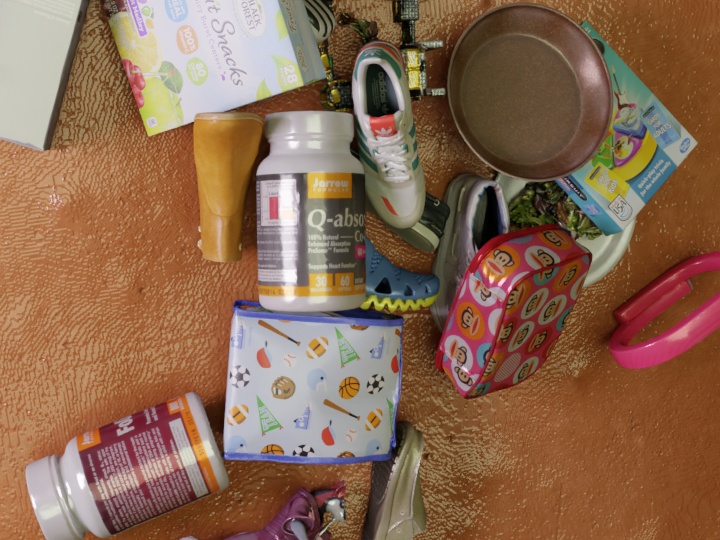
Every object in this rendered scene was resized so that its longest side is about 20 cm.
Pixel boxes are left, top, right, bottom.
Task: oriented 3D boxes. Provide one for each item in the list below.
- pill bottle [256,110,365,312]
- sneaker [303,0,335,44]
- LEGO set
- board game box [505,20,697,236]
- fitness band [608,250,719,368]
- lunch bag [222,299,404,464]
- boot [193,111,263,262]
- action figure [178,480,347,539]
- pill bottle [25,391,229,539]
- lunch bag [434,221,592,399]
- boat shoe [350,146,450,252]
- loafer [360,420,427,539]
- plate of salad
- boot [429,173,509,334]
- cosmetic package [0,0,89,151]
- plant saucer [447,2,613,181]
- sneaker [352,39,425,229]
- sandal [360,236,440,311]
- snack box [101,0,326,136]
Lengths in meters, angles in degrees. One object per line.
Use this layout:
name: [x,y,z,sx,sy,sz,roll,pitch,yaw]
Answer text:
pill bottle: [-0.052,-0.061,1.078,0.115,0.116,0.203,-2,94,-14]
sneaker: [-0.124,-0.294,1.112,0.201,0.075,0.116,51,126,11]
LEGO set: [0.023,-0.262,1.127,0.152,0.116,0.203,3,96,-15]
board game box: [0.278,-0.167,1.212,0.200,0.047,0.151,45,75,-5]
fitness band: [0.387,0.048,1.248,0.199,0.144,0.038,-37,106,-6]
lunch bag: [-0.052,0.126,1.159,0.197,0.124,0.173,4,95,-7]
boot: [-0.138,-0.082,1.066,0.070,0.201,0.146,2,87,-6]
action figure: [-0.092,0.316,1.204,0.148,0.134,0.200,35,71,26]
pill bottle: [-0.253,0.220,1.123,0.198,0.114,0.116,-20,102,-11]
lunch bag: [0.185,0.045,1.176,0.175,0.082,0.202,-15,137,-37]
boat shoe: [0.022,-0.106,1.173,0.198,0.074,0.066,37,74,-5]
loafer: [0.048,0.276,1.232,0.067,0.076,0.203,9,104,-16]
plate of salad: [0.251,-0.072,1.248,0.197,0.048,0.203,-2,97,-14]
boot: [0.128,-0.010,1.199,0.072,0.096,0.203,-1,98,-14]
cosmetic package: [-0.334,-0.227,1.048,0.089,0.107,0.203,12,96,-15]
plant saucer: [0.186,-0.196,1.149,0.197,0.037,0.204,1,83,-13]
sneaker: [0.024,-0.136,1.070,0.069,0.093,0.203,-6,104,9]
sandal: [0.000,0.000,1.180,0.197,0.079,0.088,7,92,-16]
snack box: [-0.155,-0.249,1.058,0.198,0.068,0.171,-14,102,24]
